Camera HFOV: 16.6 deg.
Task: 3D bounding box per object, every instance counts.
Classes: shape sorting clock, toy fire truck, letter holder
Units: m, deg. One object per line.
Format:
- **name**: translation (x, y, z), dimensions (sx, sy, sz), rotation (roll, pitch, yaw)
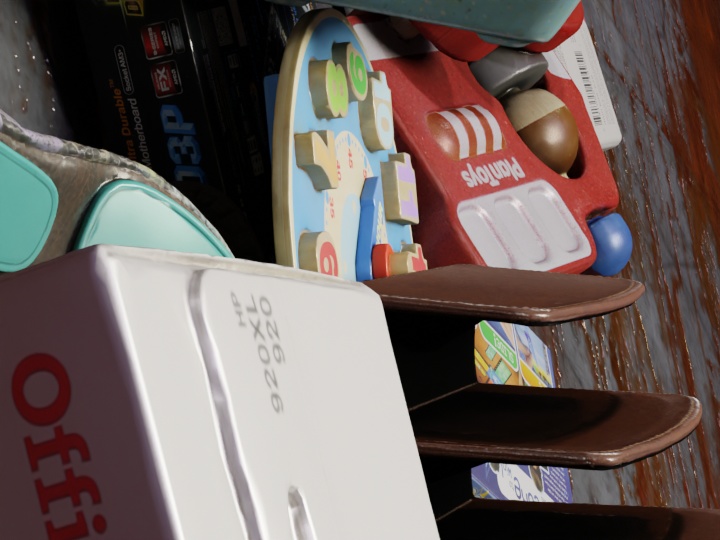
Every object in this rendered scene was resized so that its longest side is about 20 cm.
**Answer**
- **shape sorting clock**: translation (0.000, 0.000, 0.942), dimensions (0.200, 0.039, 0.201), rotation (-6, 90, -81)
- **toy fire truck**: translation (0.054, -0.062, 1.131), dimensions (0.168, 0.112, 0.200), rotation (60, 27, 9)
- **letter holder**: translation (0.075, 0.055, 0.879), dimensions (0.200, 0.142, 0.101), rotation (-10, 102, -74)

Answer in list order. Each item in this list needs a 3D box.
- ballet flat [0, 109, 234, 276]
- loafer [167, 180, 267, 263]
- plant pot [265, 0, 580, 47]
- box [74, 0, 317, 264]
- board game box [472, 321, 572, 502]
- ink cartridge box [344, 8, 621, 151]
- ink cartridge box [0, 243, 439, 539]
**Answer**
- **ballet flat**: translation (-0.108, -0.014, 0.781), dimensions (0.200, 0.072, 0.072), rotation (34, 41, -49)
- **loafer**: translation (-0.060, 0.066, 0.869), dimensions (0.071, 0.073, 0.201), rotation (92, -10, -67)
- **plant pot**: translation (0.031, -0.192, 0.915), dimensions (0.196, 0.195, 0.201), rotation (-65, 166, -79)
- **box**: translation (-0.053, -0.065, 0.986), dimensions (0.159, 0.046, 0.201), rotation (-34, 112, -70)
- **board game box**: translation (0.049, 0.061, 1.201), dimensions (0.200, 0.034, 0.136), rotation (45, 33, -52)
- **ink cartridge box**: translation (0.066, -0.120, 1.334), dimensions (0.200, 0.085, 0.146), rotation (-15, 87, -74)
- **ink cartridge box**: translation (-0.090, 0.095, 0.538), dimensions (0.145, 0.199, 0.148), rotation (6, 68, -69)
